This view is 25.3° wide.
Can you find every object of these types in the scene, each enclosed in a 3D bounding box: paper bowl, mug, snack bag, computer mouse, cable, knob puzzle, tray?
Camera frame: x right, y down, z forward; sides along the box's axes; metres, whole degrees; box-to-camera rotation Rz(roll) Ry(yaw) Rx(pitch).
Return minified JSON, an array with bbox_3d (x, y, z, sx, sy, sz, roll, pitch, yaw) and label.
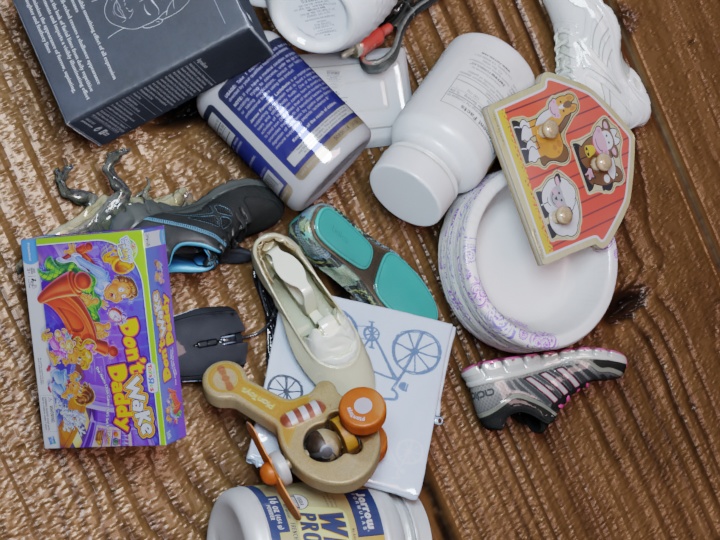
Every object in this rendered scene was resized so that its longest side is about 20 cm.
[{"bbox_3d":[0.175,-0.011,1.762,0.198,0.104,0.204,3,83,-25],"label":"paper bowl"},{"bbox_3d":[-0.049,-0.310,1.646,0.176,0.197,0.149,-69,156,-44],"label":"mug"},{"bbox_3d":[-0.007,0.125,1.627,0.186,0.021,0.202,13,65,-3],"label":"snack bag"},{"bbox_3d":[-0.155,0.045,1.626,0.198,0.046,0.142,-3,86,-26],"label":"computer mouse"},{"bbox_3d":[0.040,-0.283,1.744,0.199,0.051,0.097,-35,63,-20],"label":"cable"},{"bbox_3d":[0.235,-0.120,1.727,0.218,0.030,0.223,9,75,-36],"label":"knob puzzle"},{"bbox_3d":[-0.027,-0.183,1.728,0.198,0.022,0.109,-9,87,-27],"label":"tray"}]

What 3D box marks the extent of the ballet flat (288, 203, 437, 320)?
[{"bbox_3d":[0.000,0.000,1.694,0.200,0.074,0.075,44,67,-26],"label":"ballet flat"}]

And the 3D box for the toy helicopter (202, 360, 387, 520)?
[{"bbox_3d":[-0.075,0.153,1.557,0.199,0.079,0.133,27,60,19],"label":"toy helicopter"}]

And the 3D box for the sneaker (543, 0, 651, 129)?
[{"bbox_3d":[0.254,-0.237,1.844,0.099,0.078,0.201,-33,98,-22],"label":"sneaker"}]

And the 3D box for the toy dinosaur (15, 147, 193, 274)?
[{"bbox_3d":[-0.257,-0.068,1.591,0.198,0.047,0.089,-19,99,-23],"label":"toy dinosaur"}]

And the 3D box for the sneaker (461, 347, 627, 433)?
[{"bbox_3d":[0.207,0.134,1.781,0.198,0.074,0.089,-7,88,-22],"label":"sneaker"}]

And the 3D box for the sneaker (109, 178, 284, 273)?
[{"bbox_3d":[-0.150,-0.033,1.599,0.198,0.074,0.082,-18,52,-36],"label":"sneaker"}]

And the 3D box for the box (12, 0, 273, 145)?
[{"bbox_3d":[-0.208,-0.237,1.535,0.198,0.107,0.150,-26,80,6],"label":"box"}]

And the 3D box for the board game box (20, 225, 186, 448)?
[{"bbox_3d":[-0.243,0.064,1.522,0.045,0.133,0.203,-18,103,-69],"label":"board game box"}]

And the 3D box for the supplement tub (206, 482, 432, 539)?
[{"bbox_3d":[-0.041,0.283,1.601,0.198,0.144,0.146,-1,85,-26],"label":"supplement tub"}]

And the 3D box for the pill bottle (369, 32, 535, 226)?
[{"bbox_3d":[0.097,-0.149,1.720,0.114,0.114,0.201,44,61,-15],"label":"pill bottle"}]

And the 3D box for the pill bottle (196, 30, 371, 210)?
[{"bbox_3d":[-0.094,-0.168,1.625,0.200,0.116,0.116,46,67,2],"label":"pill bottle"}]

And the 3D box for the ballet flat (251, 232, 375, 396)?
[{"bbox_3d":[-0.048,0.045,1.604,0.069,0.070,0.201,-28,76,-25],"label":"ballet flat"}]
